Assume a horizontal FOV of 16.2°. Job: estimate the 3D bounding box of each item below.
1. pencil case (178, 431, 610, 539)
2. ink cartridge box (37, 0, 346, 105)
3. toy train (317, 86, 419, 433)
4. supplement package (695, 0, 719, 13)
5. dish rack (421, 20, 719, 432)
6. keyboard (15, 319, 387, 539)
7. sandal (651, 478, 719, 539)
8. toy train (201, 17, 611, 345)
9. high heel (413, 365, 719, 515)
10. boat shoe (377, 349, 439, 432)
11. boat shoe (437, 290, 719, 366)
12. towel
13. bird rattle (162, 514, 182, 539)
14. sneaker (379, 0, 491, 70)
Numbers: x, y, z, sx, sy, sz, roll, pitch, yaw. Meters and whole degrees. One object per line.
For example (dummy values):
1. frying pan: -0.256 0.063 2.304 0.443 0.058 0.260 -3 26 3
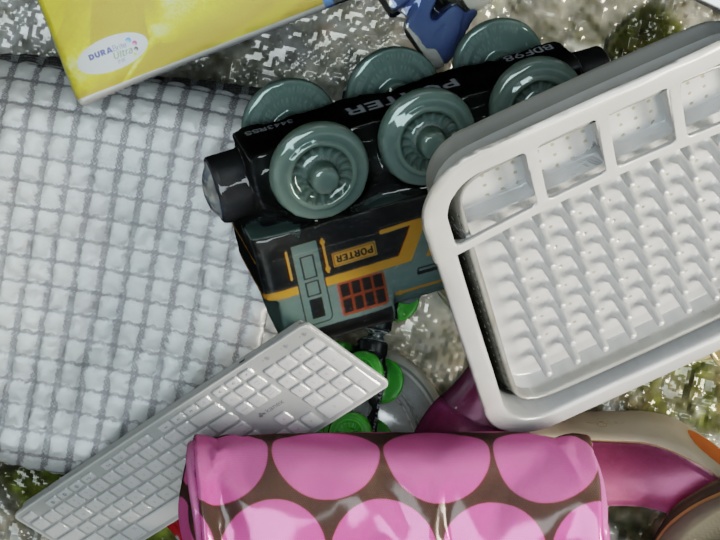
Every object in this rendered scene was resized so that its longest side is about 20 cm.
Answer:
1. pencil case: 0.016 0.121 1.158 0.199 0.091 0.094 2 99 -4
2. ink cartridge box: -0.072 -0.203 1.140 0.197 0.047 0.201 -21 101 8
3. toy train: 0.000 0.000 1.231 0.056 0.042 0.201 7 83 23
4. supplement package: 0.191 -0.163 1.131 0.109 0.200 0.114 24 100 -1
5. dish rack: 0.112 -0.023 1.128 0.171 0.044 0.200 -25 139 -4
6. keyboard: -0.077 0.085 1.189 0.200 0.011 0.056 -33 121 30
7. sandal: 0.155 0.165 1.224 0.082 0.055 0.200 33 124 -32
8. toy train: 0.028 -0.040 1.164 0.199 0.085 0.115 -17 118 -10
9. high heel: 0.119 0.112 1.239 0.199 0.067 0.096 29 101 -20
10. boat shoe: 0.014 0.142 1.258 0.072 0.069 0.201 1 99 3
11. boat shoe: 0.133 0.012 1.233 0.199 0.063 0.074 1 99 3
12. towel: -0.113 0.002 1.237 0.164 0.086 0.201 9 101 -2
13. bird rattle: -0.047 0.217 1.234 0.112 0.163 0.201 -17 53 -4
14. sneaker: 0.024 -0.208 1.202 0.115 0.081 0.200 -34 96 -1
